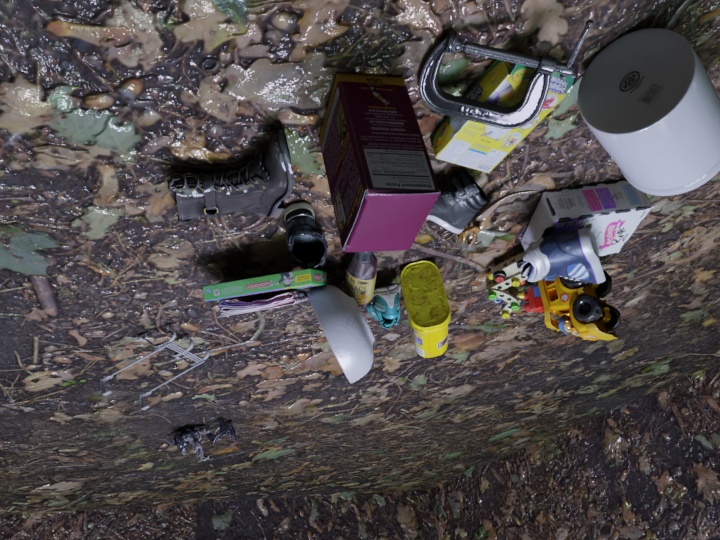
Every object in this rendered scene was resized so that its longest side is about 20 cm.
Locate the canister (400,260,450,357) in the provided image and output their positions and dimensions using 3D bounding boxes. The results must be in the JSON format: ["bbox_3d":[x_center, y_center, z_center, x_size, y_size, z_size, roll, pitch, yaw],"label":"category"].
[{"bbox_3d":[0.142,0.090,1.331,0.085,0.150,0.201,-13,153,1],"label":"canister"}]

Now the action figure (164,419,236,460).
[{"bbox_3d":[-0.479,0.514,1.841,0.197,0.103,0.119,-14,162,-2],"label":"action figure"}]

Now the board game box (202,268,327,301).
[{"bbox_3d":[-0.170,0.027,1.129,0.197,0.030,0.135,-9,178,9],"label":"board game box"}]

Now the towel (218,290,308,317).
[{"bbox_3d":[-0.180,0.058,1.182,0.144,0.030,0.200,-9,179,3],"label":"towel"}]

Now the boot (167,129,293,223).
[{"bbox_3d":[-0.192,-0.127,0.898,0.172,0.070,0.201,-4,151,-18],"label":"boot"}]

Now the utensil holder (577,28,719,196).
[{"bbox_3d":[0.428,-0.226,0.893,0.169,0.172,0.199,-32,143,30],"label":"utensil holder"}]

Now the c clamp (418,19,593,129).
[{"bbox_3d":[0.177,-0.263,0.805,0.197,0.027,0.172,9,142,5],"label":"c clamp"}]

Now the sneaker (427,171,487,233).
[{"bbox_3d":[0.133,-0.134,1.032,0.198,0.071,0.099,18,128,-39],"label":"sneaker"}]

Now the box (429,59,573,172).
[{"bbox_3d":[0.205,-0.234,0.905,0.116,0.049,0.200,8,146,-31],"label":"box"}]

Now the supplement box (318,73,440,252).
[{"bbox_3d":[0.018,-0.144,0.822,0.102,0.202,0.131,-2,150,-19],"label":"supplement box"}]

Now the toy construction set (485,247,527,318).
[{"bbox_3d":[0.356,0.015,1.346,0.199,0.093,0.131,-39,118,24],"label":"toy construction set"}]

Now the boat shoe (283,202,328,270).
[{"bbox_3d":[-0.093,-0.038,1.093,0.073,0.067,0.200,-11,151,-7],"label":"boat shoe"}]

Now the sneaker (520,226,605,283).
[{"bbox_3d":[0.384,-0.015,1.188,0.145,0.082,0.200,-16,155,24],"label":"sneaker"}]

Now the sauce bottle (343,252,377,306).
[{"bbox_3d":[0.000,0.000,1.201,0.065,0.067,0.201,-9,149,-8],"label":"sauce bottle"}]

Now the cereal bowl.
[{"bbox_3d":[-0.028,0.113,1.205,0.083,0.201,0.201,-27,150,-2],"label":"cereal bowl"}]

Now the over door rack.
[{"bbox_3d":[-0.450,0.205,1.341,0.199,0.067,0.148,-38,148,1],"label":"over door rack"}]

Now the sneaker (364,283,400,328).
[{"bbox_3d":[0.050,0.088,1.338,0.076,0.081,0.200,-9,166,-4],"label":"sneaker"}]

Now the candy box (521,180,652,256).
[{"bbox_3d":[0.441,-0.091,1.219,0.197,0.072,0.168,-9,150,-7],"label":"candy box"}]

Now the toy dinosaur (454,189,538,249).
[{"bbox_3d":[0.225,-0.103,1.143,0.105,0.061,0.200,-23,165,-27],"label":"toy dinosaur"}]

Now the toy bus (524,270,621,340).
[{"bbox_3d":[0.469,0.076,1.401,0.191,0.202,0.135,-26,149,36],"label":"toy bus"}]
